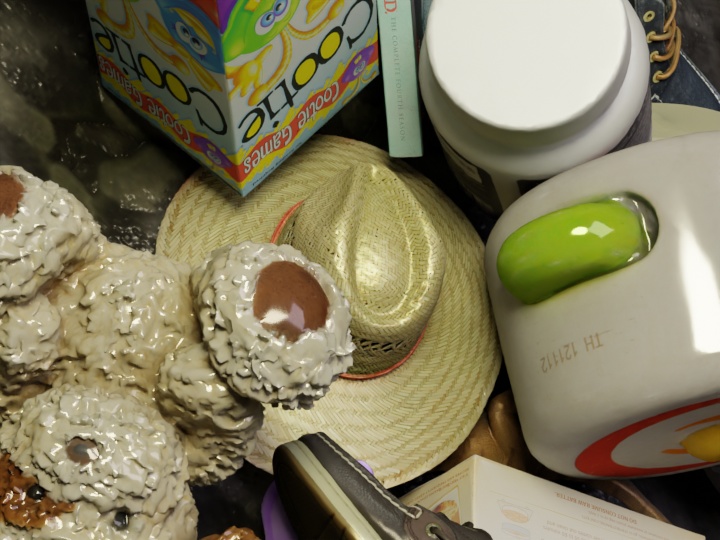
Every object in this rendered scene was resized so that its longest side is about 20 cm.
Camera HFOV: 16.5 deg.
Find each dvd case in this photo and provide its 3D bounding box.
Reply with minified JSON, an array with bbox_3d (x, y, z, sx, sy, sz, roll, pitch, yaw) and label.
[{"bbox_3d":[0.030,-0.168,1.315,0.200,0.022,0.146,-78,165,-60],"label":"dvd case"}]

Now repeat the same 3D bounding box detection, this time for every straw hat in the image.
[{"bbox_3d":[0.000,0.000,1.214,0.201,0.085,0.201,9,61,-16],"label":"straw hat"}]

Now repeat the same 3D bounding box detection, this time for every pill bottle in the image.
[{"bbox_3d":[0.089,-0.092,1.245,0.200,0.114,0.114,58,10,-77],"label":"pill bottle"}]

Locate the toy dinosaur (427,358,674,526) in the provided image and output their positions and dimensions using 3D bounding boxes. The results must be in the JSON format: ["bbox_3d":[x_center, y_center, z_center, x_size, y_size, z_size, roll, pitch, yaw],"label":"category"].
[{"bbox_3d":[0.083,0.089,1.302,0.200,0.060,0.106,11,71,-25],"label":"toy dinosaur"}]

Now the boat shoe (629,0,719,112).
[{"bbox_3d":[0.164,-0.136,1.467,0.200,0.091,0.071,32,49,-23],"label":"boat shoe"}]

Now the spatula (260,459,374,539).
[{"bbox_3d":[-0.008,0.190,1.169,0.056,0.021,0.200,-7,72,-7],"label":"spatula"}]

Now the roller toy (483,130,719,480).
[{"bbox_3d":[0.163,0.025,1.223,0.200,0.182,0.140,-10,72,-8],"label":"roller toy"}]

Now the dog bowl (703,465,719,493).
[{"bbox_3d":[0.236,0.047,1.401,0.200,0.059,0.201,19,68,-56],"label":"dog bowl"}]

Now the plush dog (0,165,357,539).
[{"bbox_3d":[-0.117,0.072,1.096,0.200,0.161,0.172,17,66,1],"label":"plush dog"}]

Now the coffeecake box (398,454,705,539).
[{"bbox_3d":[0.095,0.212,1.216,0.153,0.073,0.200,22,53,-29],"label":"coffeecake box"}]

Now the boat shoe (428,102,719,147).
[{"bbox_3d":[0.127,-0.066,1.407,0.201,0.063,0.074,6,22,-23],"label":"boat shoe"}]

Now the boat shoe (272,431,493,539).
[{"bbox_3d":[0.038,0.147,1.137,0.065,0.073,0.200,-34,72,-22],"label":"boat shoe"}]

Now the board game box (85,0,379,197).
[{"bbox_3d":[-0.062,-0.145,1.164,0.103,0.200,0.105,39,69,20],"label":"board game box"}]
